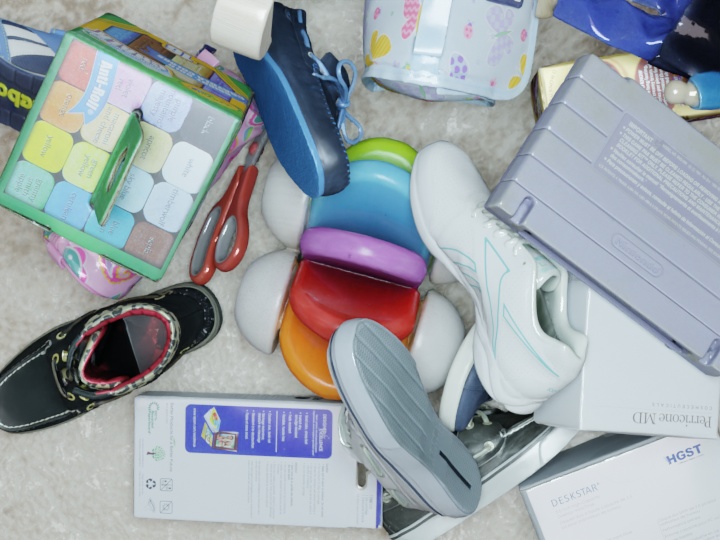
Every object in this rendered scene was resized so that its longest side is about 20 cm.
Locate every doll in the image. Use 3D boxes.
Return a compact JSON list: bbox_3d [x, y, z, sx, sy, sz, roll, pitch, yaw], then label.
[{"bbox_3d":[0.226,-0.166,0.941,0.200,0.048,0.137,29,66,13],"label":"doll"}]

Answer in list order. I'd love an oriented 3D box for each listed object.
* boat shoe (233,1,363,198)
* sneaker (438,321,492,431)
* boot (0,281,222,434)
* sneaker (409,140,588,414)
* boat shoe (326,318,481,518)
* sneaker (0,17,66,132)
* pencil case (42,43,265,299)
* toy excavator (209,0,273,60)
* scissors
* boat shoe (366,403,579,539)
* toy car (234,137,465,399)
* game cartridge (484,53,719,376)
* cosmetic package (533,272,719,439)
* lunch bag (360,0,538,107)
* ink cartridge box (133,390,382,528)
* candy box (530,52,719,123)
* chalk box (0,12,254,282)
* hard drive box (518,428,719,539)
[{"bbox_3d":[-0.037,-0.136,0.998,0.069,0.084,0.200,-10,53,-18],"label":"boat shoe"},{"bbox_3d":[0.136,0.046,1.042,0.084,0.075,0.200,32,83,13],"label":"sneaker"},{"bbox_3d":[-0.208,0.070,1.045,0.203,0.154,0.074,-26,91,5],"label":"boot"},{"bbox_3d":[0.100,-0.007,0.957,0.080,0.070,0.201,-39,69,48],"label":"sneaker"},{"bbox_3d":[0.016,0.114,0.981,0.067,0.074,0.200,-10,130,29],"label":"boat shoe"},{"bbox_3d":[-0.255,-0.153,1.081,0.200,0.082,0.074,32,127,16],"label":"sneaker"},{"bbox_3d":[-0.155,-0.073,1.067,0.087,0.087,0.200,41,97,0],"label":"pencil case"},{"bbox_3d":[-0.051,-0.242,0.992,0.100,0.200,0.195,20,94,3],"label":"toy excavator"},{"bbox_3d":[-0.090,-0.084,1.093,0.014,0.073,0.200,23,72,-29],"label":"scissors"},{"bbox_3d":[0.093,0.139,1.072,0.200,0.071,0.064,-37,91,7],"label":"boat shoe"},{"bbox_3d":[0.000,0.000,1.029,0.175,0.150,0.200,15,94,3],"label":"toy car"},{"bbox_3d":[0.194,-0.037,0.927,0.200,0.038,0.130,36,74,-13],"label":"game cartridge"},{"bbox_3d":[0.191,0.016,0.981,0.113,0.081,0.200,3,85,-17],"label":"cosmetic package"},{"bbox_3d":[0.066,-0.203,0.988,0.127,0.200,0.170,8,93,3],"label":"lunch bag"},{"bbox_3d":[-0.078,0.148,1.095,0.200,0.039,0.100,2,93,9],"label":"ink cartridge box"},{"bbox_3d":[0.229,-0.135,1.023,0.200,0.117,0.057,-10,92,4],"label":"candy box"},{"bbox_3d":[-0.154,-0.082,0.919,0.124,0.200,0.125,27,102,-6],"label":"chalk box"},{"bbox_3d":[0.227,0.223,1.065,0.156,0.077,0.200,-21,92,4],"label":"hard drive box"}]
